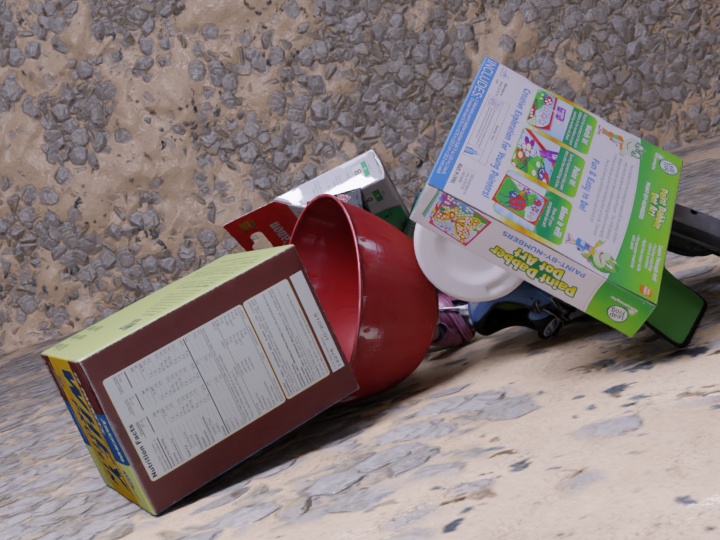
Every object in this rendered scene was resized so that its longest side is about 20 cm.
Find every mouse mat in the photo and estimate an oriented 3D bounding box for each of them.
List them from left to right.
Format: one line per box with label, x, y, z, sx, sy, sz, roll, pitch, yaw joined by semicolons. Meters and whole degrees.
mouse mat;0.207;-0.016;0.976;0.008;0.199;0.161;-54;-12;24

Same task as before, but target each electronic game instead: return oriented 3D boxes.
electronic game;0.299;-0.037;1.075;0.197;0.042;0.200;20;6;-2

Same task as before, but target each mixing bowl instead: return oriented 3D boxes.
mixing bowl;0.006;0.035;1.075;0.107;0.204;0.200;5;-4;-23

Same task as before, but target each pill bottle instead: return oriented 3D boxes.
pill bottle;0.116;-0.062;1.078;0.110;0.113;0.201;-15;21;18

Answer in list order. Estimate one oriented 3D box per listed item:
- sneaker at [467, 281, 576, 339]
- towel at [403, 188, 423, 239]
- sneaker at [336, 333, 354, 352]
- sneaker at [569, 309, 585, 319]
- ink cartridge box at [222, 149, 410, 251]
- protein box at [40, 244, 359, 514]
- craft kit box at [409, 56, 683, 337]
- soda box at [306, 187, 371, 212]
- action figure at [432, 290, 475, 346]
sneaker;0.194;0.022;1.093;0.197;0.090;0.079;-16;-39;26
towel;0.090;-0.024;1.444;0.022;0.202;0.146;35;34;27
sneaker;-0.080;0.097;1.214;0.197;0.067;0.090;-17;7;23
sneaker;0.188;-0.010;1.198;0.073;0.120;0.199;-18;7;-36
ink cartridge box;-0.043;-0.049;1.369;0.198;0.051;0.161;-27;-27;5
protein box;-0.144;0.087;0.987;0.198;0.137;0.198;-29;9;-22
craft kit box;0.157;-0.067;0.926;0.201;0.195;0.049;-62;-3;-47
soda box;0.000;0.000;1.324;0.070;0.201;0.064;-15;47;10
action figure;0.061;0.056;1.219;0.197;0.151;0.135;5;41;19
